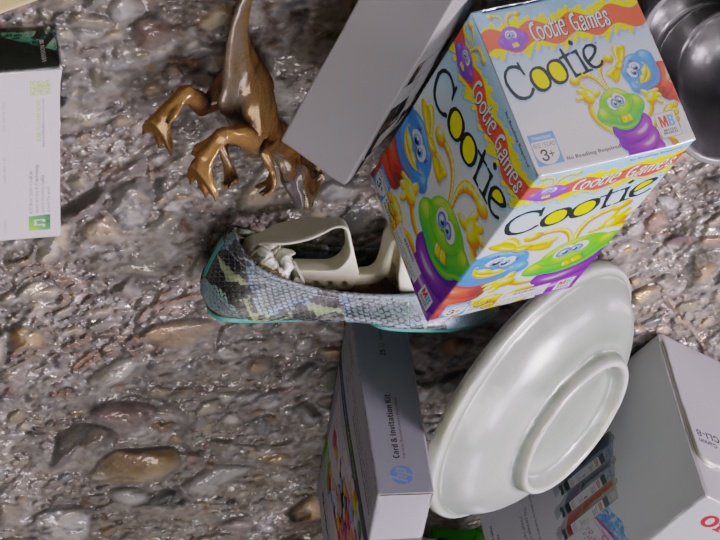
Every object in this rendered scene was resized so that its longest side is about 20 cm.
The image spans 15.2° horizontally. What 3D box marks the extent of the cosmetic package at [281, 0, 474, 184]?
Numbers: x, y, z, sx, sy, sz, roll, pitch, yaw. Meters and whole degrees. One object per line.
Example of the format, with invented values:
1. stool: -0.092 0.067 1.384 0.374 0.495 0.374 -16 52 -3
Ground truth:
1. cosmetic package: 0.030 -0.145 1.499 0.050 0.083 0.200 34 131 2

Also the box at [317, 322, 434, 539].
1. box: 0.007 0.144 1.784 0.041 0.157 0.201 -1 140 -9

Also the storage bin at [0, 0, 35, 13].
1. storage bin: -0.172 -0.233 1.337 0.199 0.094 0.199 -18 140 6

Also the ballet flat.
1. ballet flat: 0.000 0.000 1.687 0.198 0.075 0.074 -1 139 -20

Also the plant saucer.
1. plant saucer: 0.123 0.088 1.754 0.200 0.050 0.201 -41 154 -25

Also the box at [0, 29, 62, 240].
1. box: -0.270 -0.071 1.546 0.198 0.037 0.145 -5 140 -12

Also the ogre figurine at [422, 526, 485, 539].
1. ogre figurine: 0.038 0.235 1.956 0.119 0.099 0.200 -14 129 30

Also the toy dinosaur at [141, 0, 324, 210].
1. toy dinosaur: -0.071 -0.105 1.560 0.106 0.060 0.201 -41 147 -21

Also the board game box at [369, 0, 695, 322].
1. board game box: 0.094 -0.064 1.547 0.104 0.104 0.200 -14 160 -22

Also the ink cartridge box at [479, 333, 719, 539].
1. ink cartridge box: 0.205 0.172 1.883 0.145 0.145 0.200 24 129 -35

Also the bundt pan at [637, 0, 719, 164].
1. bundt pan: 0.241 -0.155 1.561 0.200 0.076 0.203 -9 141 -7
